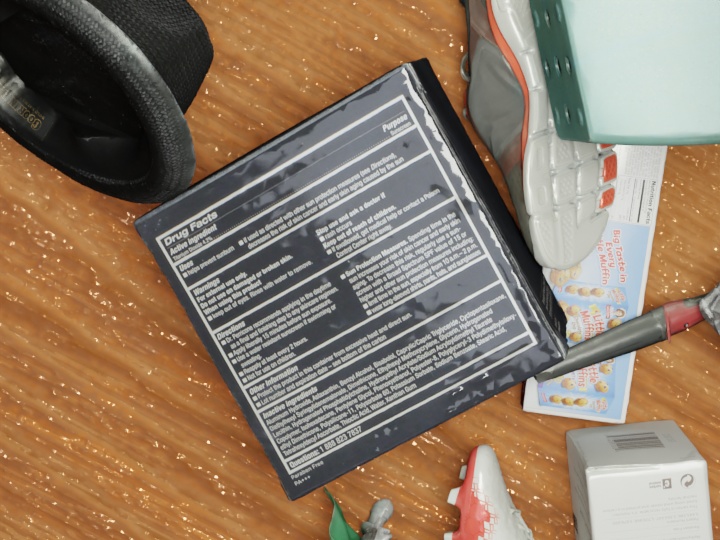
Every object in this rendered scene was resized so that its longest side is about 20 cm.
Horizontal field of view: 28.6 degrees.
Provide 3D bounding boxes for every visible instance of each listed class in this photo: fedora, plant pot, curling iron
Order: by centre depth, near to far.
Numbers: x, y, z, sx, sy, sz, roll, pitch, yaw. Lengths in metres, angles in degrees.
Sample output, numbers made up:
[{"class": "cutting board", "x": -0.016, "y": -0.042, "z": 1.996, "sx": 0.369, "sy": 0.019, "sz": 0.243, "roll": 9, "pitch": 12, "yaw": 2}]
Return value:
[{"class": "plant pot", "x": 0.208, "y": -0.143, "z": 0.824, "sx": 0.198, "sy": 0.141, "sz": 0.143, "roll": -13, "pitch": 98, "yaw": -3}, {"class": "fedora", "x": -0.158, "y": -0.134, "z": 0.830, "sx": 0.200, "sy": 0.201, "sz": 0.092, "roll": 41, "pitch": 62, "yaw": -4}, {"class": "curling iron", "x": 0.208, "y": 0.042, "z": 0.932, "sx": 0.198, "sy": 0.026, "sz": 0.050, "roll": -14, "pitch": 98, "yaw": -10}]

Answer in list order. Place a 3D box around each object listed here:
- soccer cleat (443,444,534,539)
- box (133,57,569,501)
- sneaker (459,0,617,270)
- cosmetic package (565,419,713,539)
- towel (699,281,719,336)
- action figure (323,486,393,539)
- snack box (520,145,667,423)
[{"class": "soccer cleat", "x": 0.108, "y": 0.212, "z": 0.953, "sx": 0.084, "sy": 0.069, "sz": 0.202, "roll": -3, "pitch": 103, "yaw": 18}, {"class": "box", "x": 0.000, "y": 0.000, "z": 0.894, "sx": 0.199, "sy": 0.123, "sz": 0.200, "roll": -28, "pitch": 96, "yaw": 12}, {"class": "sneaker", "x": 0.107, "y": -0.099, "z": 0.912, "sx": 0.076, "sy": 0.082, "sz": 0.203, "roll": -7, "pitch": 88, "yaw": -33}, {"class": "cosmetic package", "x": 0.188, "y": 0.211, "z": 0.935, "sx": 0.080, "sy": 0.113, "sz": 0.203, "roll": -5, "pitch": 96, "yaw": 2}, {"class": "towel", "x": 0.332, "y": 0.021, "z": 0.903, "sx": 0.200, "sy": 0.086, "sz": 0.166, "roll": -40, "pitch": 97, "yaw": -11}, {"class": "action figure", "x": 0.020, "y": 0.202, "z": 0.891, "sx": 0.055, "sy": 0.200, "sz": 0.118, "roll": -44, "pitch": 96, "yaw": 6}, {"class": "snack box", "x": 0.156, "y": -0.001, "z": 0.947, "sx": 0.071, "sy": 0.024, "sz": 0.202, "roll": 7, "pitch": 98, "yaw": 0}]
